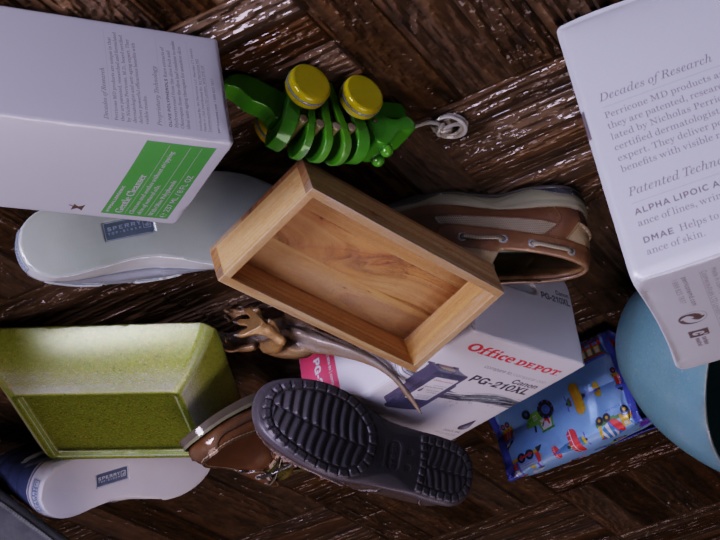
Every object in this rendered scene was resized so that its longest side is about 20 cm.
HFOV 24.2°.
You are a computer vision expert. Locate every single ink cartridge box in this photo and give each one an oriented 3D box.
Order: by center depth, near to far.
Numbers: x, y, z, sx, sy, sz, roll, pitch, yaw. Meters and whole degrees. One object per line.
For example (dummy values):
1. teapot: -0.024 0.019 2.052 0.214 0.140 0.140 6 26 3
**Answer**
1. ink cartridge box: 0.068 0.072 1.432 0.145 0.085 0.200 17 141 -41

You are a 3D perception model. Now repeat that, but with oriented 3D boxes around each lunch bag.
1. lunch bag: 0.235 0.135 1.626 0.150 0.094 0.200 -30 159 28

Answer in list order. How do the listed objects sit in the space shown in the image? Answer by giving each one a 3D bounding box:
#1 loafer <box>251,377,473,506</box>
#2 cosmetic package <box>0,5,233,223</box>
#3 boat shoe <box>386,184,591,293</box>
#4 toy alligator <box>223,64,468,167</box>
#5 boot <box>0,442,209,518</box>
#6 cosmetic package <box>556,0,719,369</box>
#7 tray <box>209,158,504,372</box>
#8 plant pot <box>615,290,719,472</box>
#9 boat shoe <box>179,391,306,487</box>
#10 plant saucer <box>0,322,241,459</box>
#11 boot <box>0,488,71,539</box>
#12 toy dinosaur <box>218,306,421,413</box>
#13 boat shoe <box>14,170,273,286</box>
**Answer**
1. loafer: -0.006 0.152 1.385 0.200 0.073 0.071 26 154 -18
2. cosmetic package: -0.193 -0.097 1.036 0.199 0.085 0.108 3 151 -27
3. boat shoe: 0.084 -0.015 1.291 0.199 0.074 0.076 -9 151 -5
4. toy alligator: -0.003 -0.094 1.139 0.199 0.054 0.059 8 146 -31
5. boot: -0.237 0.174 1.542 0.200 0.073 0.090 -5 -168 -44
6. cosmetic package: 0.247 -0.071 1.117 0.165 0.201 0.165 -19 150 12
7. tray: 0.000 0.000 1.203 0.200 0.037 0.099 27 120 -39
8. plant pot: 0.298 0.066 1.430 0.135 0.201 0.200 14 175 45
9. boat shoe: -0.074 0.145 1.421 0.072 0.068 0.200 -37 166 26
10. plant saucer: -0.206 0.110 1.404 0.199 0.048 0.200 -2 152 5
11. boot: -0.322 0.243 1.497 0.200 0.073 0.182 31 151 9
12. toy dinosaur: -0.047 0.054 1.370 0.199 0.061 0.106 9 156 27
13. boat shoe: -0.149 -0.028 1.208 0.200 0.070 0.071 -8 175 -16
